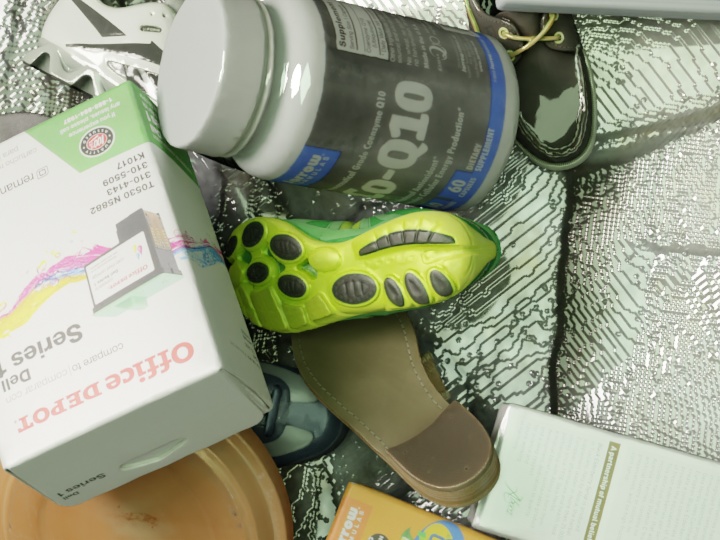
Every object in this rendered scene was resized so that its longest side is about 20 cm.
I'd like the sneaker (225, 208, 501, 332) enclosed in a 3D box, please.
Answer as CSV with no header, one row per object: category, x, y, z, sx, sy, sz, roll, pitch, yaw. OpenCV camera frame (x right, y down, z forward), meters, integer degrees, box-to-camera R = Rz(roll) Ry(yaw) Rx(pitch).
sneaker,0.000,0.000,1.302,0.199,0.083,0.075,-1,91,36

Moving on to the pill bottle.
pill bottle,-0.014,-0.104,1.262,0.198,0.113,0.115,8,85,-28

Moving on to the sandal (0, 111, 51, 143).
sandal,-0.187,-0.037,1.332,0.075,0.045,0.200,-41,62,-1

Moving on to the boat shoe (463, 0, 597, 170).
boat shoe,0.099,-0.162,1.325,0.071,0.061,0.203,-18,83,4

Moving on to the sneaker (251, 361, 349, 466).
sneaker,-0.106,0.084,1.315,0.198,0.082,0.071,5,84,7

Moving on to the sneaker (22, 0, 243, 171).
sneaker,-0.113,-0.127,1.340,0.199,0.074,0.089,29,90,8

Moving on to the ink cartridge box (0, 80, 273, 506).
ink cartridge box,-0.155,0.015,1.232,0.144,0.084,0.201,-25,64,8

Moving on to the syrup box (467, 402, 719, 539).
syrup box,0.171,0.144,1.270,0.198,0.079,0.082,17,87,1

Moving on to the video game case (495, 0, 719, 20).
video game case,0.181,-0.248,1.311,0.198,0.022,0.184,1,79,-9

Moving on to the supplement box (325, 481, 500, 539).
supplement box,0.073,0.196,1.293,0.198,0.069,0.067,20,85,11

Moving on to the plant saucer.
plant saucer,-0.141,0.158,1.295,0.198,0.032,0.202,5,113,11

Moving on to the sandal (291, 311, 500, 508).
sandal,0.024,0.089,1.293,0.077,0.070,0.212,-31,42,-9
